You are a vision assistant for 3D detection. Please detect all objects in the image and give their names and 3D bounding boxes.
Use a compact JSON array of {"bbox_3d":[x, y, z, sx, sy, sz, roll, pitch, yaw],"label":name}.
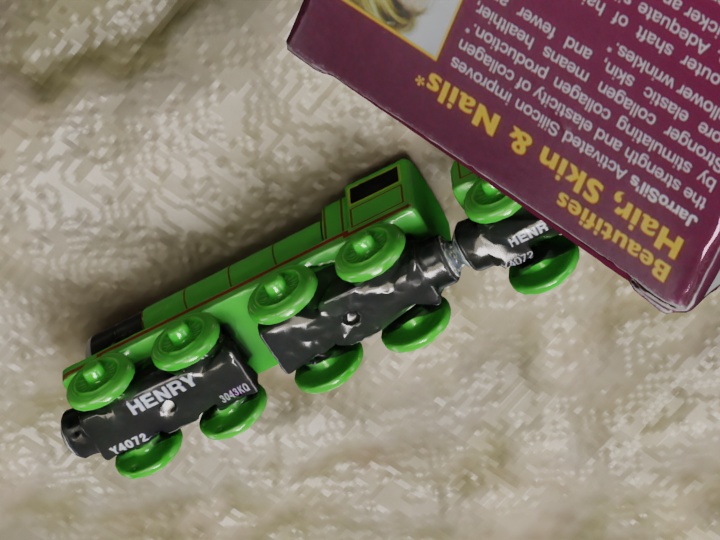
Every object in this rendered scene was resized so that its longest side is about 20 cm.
[{"bbox_3d":[0.000,0.000,0.823,0.200,0.056,0.042,-25,122,13],"label":"toy train"},{"bbox_3d":[0.088,-0.113,0.703,0.131,0.103,0.200,35,119,17],"label":"supplement box"}]
